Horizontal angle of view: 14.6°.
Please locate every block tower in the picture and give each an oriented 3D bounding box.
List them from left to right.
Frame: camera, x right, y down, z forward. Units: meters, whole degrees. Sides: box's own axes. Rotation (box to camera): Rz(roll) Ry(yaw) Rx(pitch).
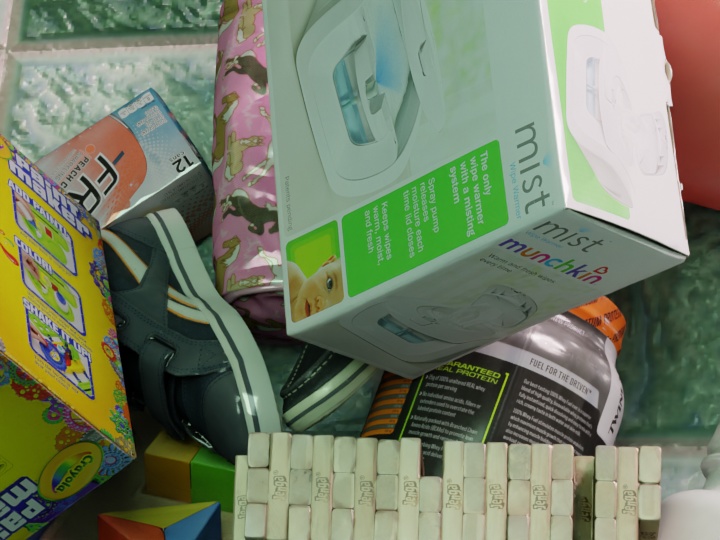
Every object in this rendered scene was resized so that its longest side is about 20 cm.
[{"bbox_3d":[0.039,0.110,1.308,0.199,0.058,0.054,1,68,4],"label":"block tower"}]

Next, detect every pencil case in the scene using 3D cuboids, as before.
[{"bbox_3d":[-0.037,-0.057,1.525,0.086,0.083,0.201,-1,65,4],"label":"pencil case"}]

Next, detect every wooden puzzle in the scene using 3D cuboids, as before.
[{"bbox_3d":[-0.128,0.114,1.439,0.199,0.046,0.185,6,32,19],"label":"wooden puzzle"}]

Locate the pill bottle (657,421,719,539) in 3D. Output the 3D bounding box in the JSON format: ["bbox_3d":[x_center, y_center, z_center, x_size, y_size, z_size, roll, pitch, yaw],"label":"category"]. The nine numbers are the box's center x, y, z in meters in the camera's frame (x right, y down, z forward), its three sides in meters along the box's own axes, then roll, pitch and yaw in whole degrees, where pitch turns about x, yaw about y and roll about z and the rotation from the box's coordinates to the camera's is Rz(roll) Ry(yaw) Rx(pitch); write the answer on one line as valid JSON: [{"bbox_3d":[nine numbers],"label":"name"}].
[{"bbox_3d":[0.178,0.167,1.347,0.114,0.114,0.200,20,72,22],"label":"pill bottle"}]

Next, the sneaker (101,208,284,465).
[{"bbox_3d":[-0.100,0.044,1.443,0.079,0.079,0.200,-16,35,-14],"label":"sneaker"}]

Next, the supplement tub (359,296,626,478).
[{"bbox_3d":[0.057,0.101,1.405,0.122,0.123,0.201,15,70,20],"label":"supplement tub"}]

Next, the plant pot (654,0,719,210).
[{"bbox_3d":[0.216,-0.110,1.435,0.177,0.201,0.201,25,74,12],"label":"plant pot"}]

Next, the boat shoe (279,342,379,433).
[{"bbox_3d":[0.000,0.000,1.430,0.062,0.075,0.200,38,54,-13],"label":"boat shoe"}]

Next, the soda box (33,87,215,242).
[{"bbox_3d":[-0.173,-0.012,1.546,0.200,0.068,0.064,-34,60,-3],"label":"soda box"}]

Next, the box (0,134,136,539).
[{"bbox_3d":[-0.231,0.053,1.378,0.200,0.122,0.193,-36,36,16],"label":"box"}]

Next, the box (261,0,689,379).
[{"bbox_3d":[0.052,-0.075,1.333,0.176,0.097,0.201,-25,59,38],"label":"box"}]
